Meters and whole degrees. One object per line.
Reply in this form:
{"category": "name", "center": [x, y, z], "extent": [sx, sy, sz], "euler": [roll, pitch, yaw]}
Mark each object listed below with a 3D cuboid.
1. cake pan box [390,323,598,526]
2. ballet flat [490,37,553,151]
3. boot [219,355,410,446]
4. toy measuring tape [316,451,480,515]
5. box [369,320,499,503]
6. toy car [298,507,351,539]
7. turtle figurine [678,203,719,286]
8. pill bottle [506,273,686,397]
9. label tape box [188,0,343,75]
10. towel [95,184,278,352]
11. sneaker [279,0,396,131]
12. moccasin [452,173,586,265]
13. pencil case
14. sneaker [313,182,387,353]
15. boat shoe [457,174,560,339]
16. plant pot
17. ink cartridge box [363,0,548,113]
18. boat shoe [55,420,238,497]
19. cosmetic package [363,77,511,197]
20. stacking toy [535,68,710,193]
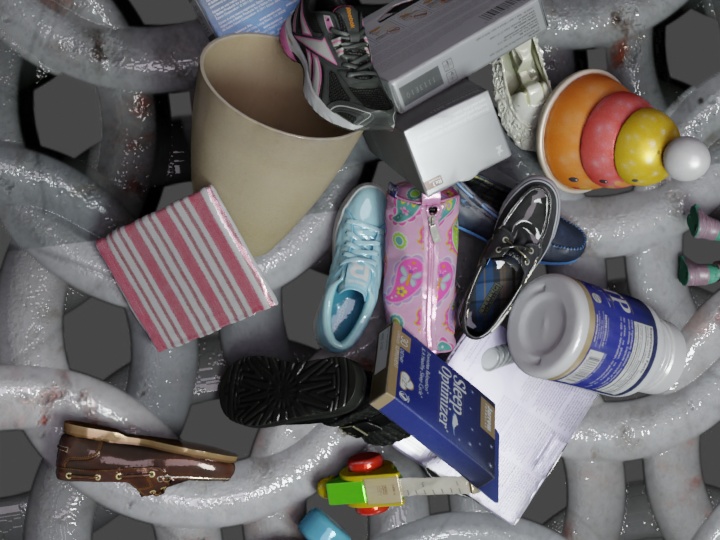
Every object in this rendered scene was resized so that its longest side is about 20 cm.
{"category": "cake pan box", "center": [0.154, 0.175, 1.633], "extent": [0.184, 0.052, 0.201], "euler": [33, 88, -10]}
{"category": "ballet flat", "center": [0.184, -0.229, 1.598], "extent": [0.071, 0.072, 0.201], "euler": [-19, 99, -9]}
{"category": "boot", "center": [-0.040, 0.150, 1.571], "extent": [0.158, 0.210, 0.080], "euler": [23, 69, -52]}
{"category": "toy measuring tape", "center": [0.046, 0.241, 1.588], "extent": [0.199, 0.074, 0.074], "euler": [-7, 97, 19]}
{"category": "box", "center": [0.094, 0.156, 1.523], "extent": [0.032, 0.121, 0.200], "euler": [-37, 115, 28]}
{"category": "toy car", "center": [-0.043, 0.394, 1.534], "extent": [0.177, 0.200, 0.185], "euler": [42, 86, -12]}
{"category": "turtle figurine", "center": [0.489, -0.021, 1.664], "extent": [0.199, 0.101, 0.151], "euler": [5, 94, -6]}
{"category": "pill bottle", "center": [0.277, 0.081, 1.592], "extent": [0.199, 0.119, 0.120], "euler": [16, 92, -37]}
{"category": "label tape box", "center": [-0.126, -0.336, 1.526], "extent": [0.144, 0.063, 0.201], "euler": [-29, 100, -8]}
{"category": "towel", "center": [-0.188, -0.001, 1.495], "extent": [0.030, 0.199, 0.147], "euler": [-40, 105, -50]}
{"category": "sneaker", "center": [-0.023, -0.224, 1.421], "extent": [0.080, 0.200, 0.087], "euler": [-9, 139, -35]}
{"category": "moccasin", "center": [0.174, -0.063, 1.593], "extent": [0.199, 0.081, 0.068], "euler": [17, 131, -13]}
{"category": "pencil case", "center": [0.069, -0.004, 1.560], "extent": [0.087, 0.087, 0.201], "euler": [-3, 111, -11]}
{"category": "sneaker", "center": [0.000, 0.000, 1.570], "extent": [0.074, 0.082, 0.201], "euler": [11, 92, -13]}
{"category": "boat shoe", "center": [0.163, -0.011, 1.540], "extent": [0.070, 0.066, 0.201], "euler": [29, 105, 0]}
{"category": "plant pot", "center": [-0.108, -0.118, 1.483], "extent": [0.186, 0.188, 0.201], "euler": [15, 126, -12]}
{"category": "ink cartridge box", "center": [0.076, -0.256, 1.519], "extent": [0.199, 0.173, 0.044], "euler": [-31, 122, -15]}
{"category": "boat shoe", "center": [-0.239, 0.217, 1.548], "extent": [0.199, 0.070, 0.071], "euler": [10, 86, -4]}
{"category": "cosmetic package", "center": [0.071, -0.161, 1.507], "extent": [0.106, 0.200, 0.091], "euler": [-27, 113, -10]}
{"category": "stacking toy", "center": [0.306, -0.140, 1.547], "extent": [0.146, 0.200, 0.147], "euler": [-12, 112, -32]}
